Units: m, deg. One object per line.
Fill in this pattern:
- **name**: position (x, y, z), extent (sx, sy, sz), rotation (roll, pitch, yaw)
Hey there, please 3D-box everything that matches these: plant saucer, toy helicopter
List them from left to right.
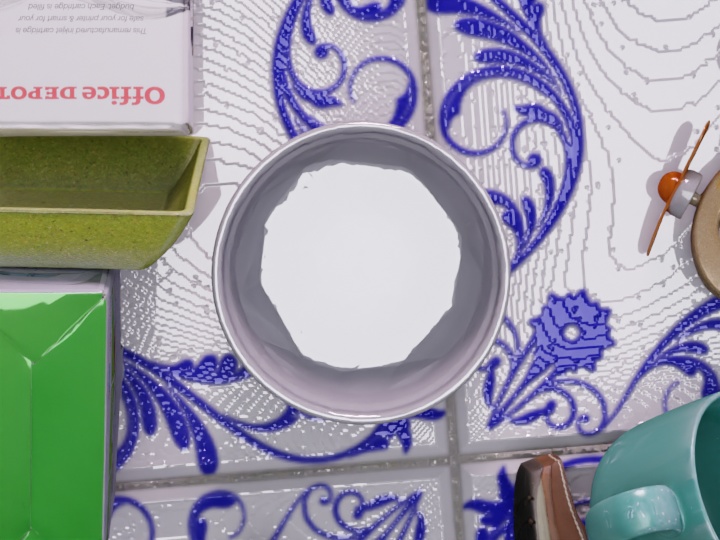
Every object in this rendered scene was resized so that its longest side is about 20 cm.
- **plant saucer**: position (-0.203, -0.044, 1.381), extent (0.199, 0.200, 0.048), rotation (1, 107, -1)
- **toy helicopter**: position (0.265, -0.075, 1.457), extent (0.132, 0.079, 0.201), rotation (1, 83, 8)

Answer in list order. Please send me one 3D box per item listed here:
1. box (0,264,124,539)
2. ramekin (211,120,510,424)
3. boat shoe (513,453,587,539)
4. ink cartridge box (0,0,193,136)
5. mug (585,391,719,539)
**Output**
- **box**: position (-0.206, 0.088, 1.379), extent (0.096, 0.177, 0.201), rotation (1, 104, -5)
- **ramekin**: position (0.000, 0.000, 1.428), extent (0.199, 0.105, 0.201), rotation (0, 93, -1)
- **boat shoe**: position (0.157, 0.223, 1.467), extent (0.074, 0.076, 0.201), rotation (-14, 100, -7)
- **ink cartridge box**: position (-0.185, -0.191, 1.415), extent (0.144, 0.084, 0.201), rotation (0, 88, -1)
- **mug**: position (0.216, 0.161, 1.412), extent (0.185, 0.152, 0.114), rotation (38, 135, -27)
